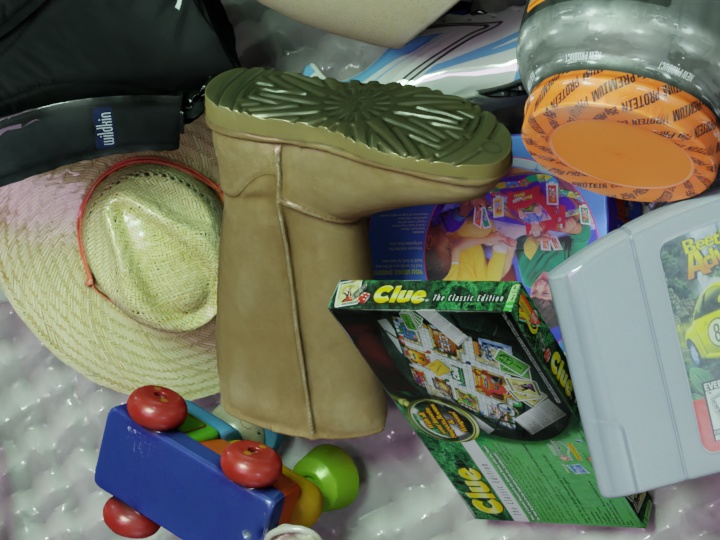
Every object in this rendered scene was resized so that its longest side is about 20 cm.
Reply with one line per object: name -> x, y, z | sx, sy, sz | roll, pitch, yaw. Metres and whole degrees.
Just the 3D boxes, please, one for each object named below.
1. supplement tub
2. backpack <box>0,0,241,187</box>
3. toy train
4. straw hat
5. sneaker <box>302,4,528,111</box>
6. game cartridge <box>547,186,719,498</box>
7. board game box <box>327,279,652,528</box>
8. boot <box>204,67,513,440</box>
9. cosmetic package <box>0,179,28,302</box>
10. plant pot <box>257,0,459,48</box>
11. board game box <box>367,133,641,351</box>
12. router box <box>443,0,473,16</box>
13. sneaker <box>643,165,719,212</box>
supplement tub -> 0.146, -0.143, 1.183 | 0.122, 0.123, 0.201 | 3, 65, 30
backpack -> -0.180, -0.125, 1.282 | 0.199, 0.127, 0.168 | -26, 109, 10
toy train -> -0.040, 0.128, 1.336 | 0.199, 0.115, 0.085 | 27, 115, 30
straw hat -> -0.110, -0.012, 1.339 | 0.199, 0.085, 0.203 | -1, 104, -6
sneaker -> 0.061, -0.114, 1.274 | 0.199, 0.072, 0.073 | -22, 79, 4
game cartridge -> 0.197, 0.023, 1.182 | 0.199, 0.041, 0.134 | -15, 94, -2
board game box -> 0.070, 0.071, 1.243 | 0.104, 0.200, 0.024 | -1, 53, 28
boot -> 0.000, 0.000, 1.257 | 0.174, 0.066, 0.201 | 15, 127, 26
cosmetic package -> -0.185, -0.087, 1.423 | 0.084, 0.107, 0.201 | 24, 103, 32
plant pot -> 0.012, -0.191, 1.215 | 0.200, 0.200, 0.135 | -37, 95, 25
board game box -> 0.055, -0.005, 1.323 | 0.199, 0.045, 0.136 | -1, 91, 30
router box -> -0.011, -0.236, 1.351 | 0.199, 0.052, 0.158 | 23, 103, 27
sneaker -> 0.179, -0.024, 1.245 | 0.081, 0.074, 0.201 | 18, 94, 38
